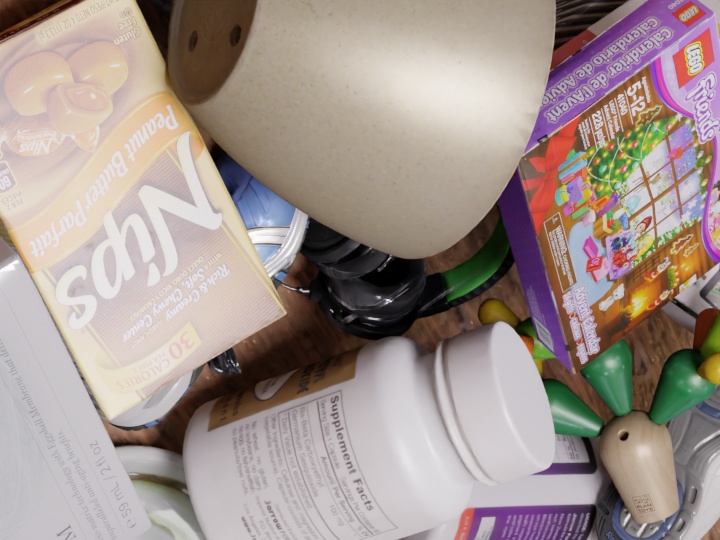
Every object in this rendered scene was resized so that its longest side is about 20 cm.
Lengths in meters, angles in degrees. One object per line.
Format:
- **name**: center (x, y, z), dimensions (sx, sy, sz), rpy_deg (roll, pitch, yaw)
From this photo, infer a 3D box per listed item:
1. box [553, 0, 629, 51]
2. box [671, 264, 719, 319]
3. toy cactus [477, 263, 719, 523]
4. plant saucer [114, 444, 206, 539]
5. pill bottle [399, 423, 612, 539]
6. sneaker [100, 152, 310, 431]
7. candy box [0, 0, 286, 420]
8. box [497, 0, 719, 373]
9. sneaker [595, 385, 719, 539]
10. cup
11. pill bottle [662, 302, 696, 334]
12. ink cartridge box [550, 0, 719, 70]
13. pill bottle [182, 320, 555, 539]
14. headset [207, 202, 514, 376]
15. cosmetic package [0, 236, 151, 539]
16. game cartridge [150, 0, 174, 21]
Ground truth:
- **box**: center (0.118, -0.142, 1.254), dimensions (0.200, 0.082, 0.069), rpy_deg (-41, 131, -14)
- **box**: center (0.205, -0.042, 1.314), dimensions (0.199, 0.035, 0.110), rpy_deg (36, 91, 2)
- **toy cactus**: center (0.161, 0.077, 1.275), dimensions (0.199, 0.102, 0.166), rpy_deg (-17, 101, 13)
- **plant saucer**: center (-0.145, 0.206, 1.232), dimensions (0.199, 0.050, 0.202), rpy_deg (5, 82, -37)
- **pill bottle**: center (0.095, 0.141, 1.364), dimensions (0.199, 0.111, 0.112), rpy_deg (4, 111, -38)
- **sneaker**: center (-0.099, -0.003, 1.167), dimensions (0.077, 0.076, 0.201), rpy_deg (33, 90, -47)
- **candy box**: center (-0.135, -0.038, 1.089), dimensions (0.115, 0.055, 0.201), rpy_deg (-30, 105, -17)
- **box**: center (0.145, -0.047, 1.150), dimensions (0.137, 0.039, 0.201), rpy_deg (-37, 142, -12)
- **sneaker**: center (0.229, 0.117, 1.364), dimensions (0.200, 0.074, 0.087), rpy_deg (-48, 154, -6)
- **cup**: center (-0.015, -0.118, 1.070), dimensions (0.142, 0.200, 0.202), rpy_deg (12, 106, -31)
- **pill bottle**: center (0.273, -0.055, 1.392), dimensions (0.200, 0.113, 0.114), rpy_deg (-44, 132, -8)
- **ink cartridge box**: center (0.204, -0.118, 1.232), dimensions (0.199, 0.067, 0.117), rpy_deg (-35, 142, -18)
- **pill bottle**: center (0.007, 0.102, 1.215), dimensions (0.199, 0.115, 0.114), rpy_deg (-20, 134, 20)
- **headset**: center (0.000, 0.000, 1.210), dimensions (0.198, 0.094, 0.124), rpy_deg (-16, 140, 4)
- **cosmetic package**: center (-0.246, 0.096, 1.080), dimensions (0.199, 0.123, 0.200), rpy_deg (-34, 129, -16)
- **game cartridge**: center (-0.104, -0.237, 1.069), dimensions (0.133, 0.040, 0.200), rpy_deg (-44, 132, -5)
